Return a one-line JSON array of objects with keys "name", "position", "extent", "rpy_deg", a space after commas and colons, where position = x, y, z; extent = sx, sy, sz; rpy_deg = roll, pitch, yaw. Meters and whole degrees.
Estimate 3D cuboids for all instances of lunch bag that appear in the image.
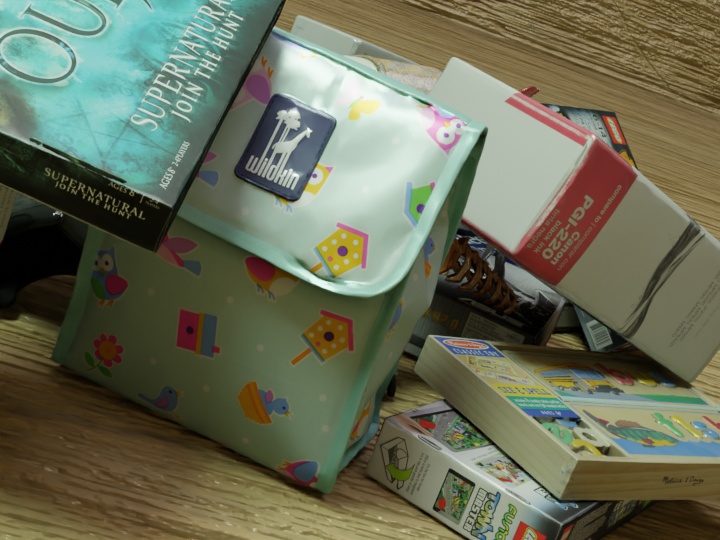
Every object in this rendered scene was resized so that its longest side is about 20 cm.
[{"name": "lunch bag", "position": [-0.043, -0.018, 0.721], "extent": [0.170, 0.201, 0.122], "rpy_deg": [25, 24, 11]}]

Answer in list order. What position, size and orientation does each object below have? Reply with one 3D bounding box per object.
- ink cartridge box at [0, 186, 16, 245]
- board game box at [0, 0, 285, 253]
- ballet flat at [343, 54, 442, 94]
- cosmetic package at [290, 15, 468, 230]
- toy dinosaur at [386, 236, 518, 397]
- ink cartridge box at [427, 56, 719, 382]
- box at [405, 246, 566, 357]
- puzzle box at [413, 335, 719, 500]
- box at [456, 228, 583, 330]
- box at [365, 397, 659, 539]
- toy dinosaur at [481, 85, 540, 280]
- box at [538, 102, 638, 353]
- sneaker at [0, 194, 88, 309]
[{"name": "ink cartridge box", "position": [-0.251, -0.021, 0.584], "extent": [0.144, 0.146, 0.200], "rpy_deg": [25, 17, 8]}, {"name": "board game box", "position": [-0.114, -0.098, 0.596], "extent": [0.135, 0.028, 0.200], "rpy_deg": [24, 36, -5]}, {"name": "ballet flat", "position": [-0.042, -0.106, 0.954], "extent": [0.067, 0.199, 0.068], "rpy_deg": [50, 31, -49]}, {"name": "cosmetic package", "position": [0.022, -0.110, 1.116], "extent": [0.199, 0.113, 0.081], "rpy_deg": [12, 13, -44]}, {"name": "toy dinosaur", "position": [0.000, 0.000, 0.843], "extent": [0.199, 0.136, 0.102], "rpy_deg": [20, 16, -2]}, {"name": "ink cartridge box", "position": [0.132, -0.029, 0.882], "extent": [0.200, 0.085, 0.146], "rpy_deg": [30, 6, -40]}, {"name": "box", "position": [0.038, 0.010, 1.013], "extent": [0.199, 0.049, 0.158], "rpy_deg": [25, 17, 11]}, {"name": "puzzle box", "position": [0.143, 0.084, 0.824], "extent": [0.199, 0.026, 0.133], "rpy_deg": [7, 21, -40]}, {"name": "box", "position": [0.100, -0.010, 1.182], "extent": [0.200, 0.033, 0.121], "rpy_deg": [32, 20, 36]}, {"name": "box", "position": [0.099, 0.106, 0.807], "extent": [0.110, 0.035, 0.200], "rpy_deg": [30, 18, 26]}, {"name": "toy dinosaur", "position": [0.062, -0.083, 1.010], "extent": [0.104, 0.201, 0.182], "rpy_deg": [8, -18, 10]}, {"name": "box", "position": [0.195, -0.034, 1.153], "extent": [0.137, 0.040, 0.201], "rpy_deg": [-4, 70, -55]}, {"name": "sneaker", "position": [-0.144, -0.045, 0.787], "extent": [0.091, 0.200, 0.067], "rpy_deg": [52, -7, 38]}]
